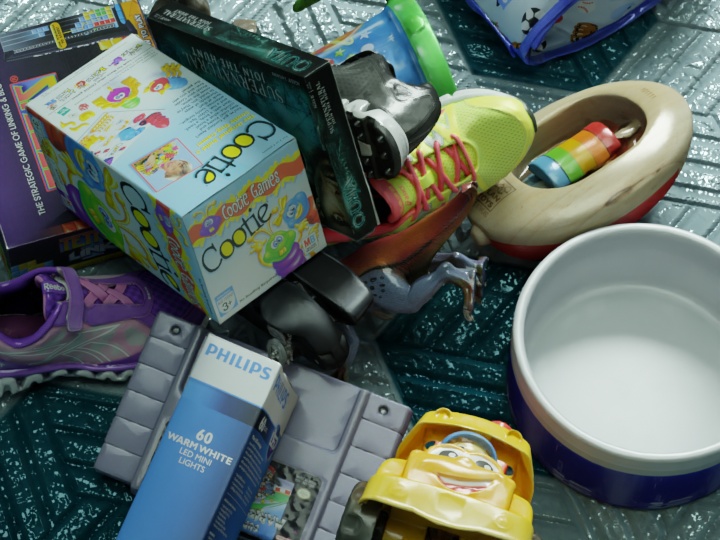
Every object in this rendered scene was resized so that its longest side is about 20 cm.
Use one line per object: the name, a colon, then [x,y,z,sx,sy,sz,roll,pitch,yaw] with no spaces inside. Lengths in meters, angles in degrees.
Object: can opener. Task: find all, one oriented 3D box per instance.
can opener: [-0.077,0.013,1.697,0.199,0.064,0.079,26,54,38]

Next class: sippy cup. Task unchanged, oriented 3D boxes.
sippy cup: [0.003,-0.125,1.812,0.129,0.140,0.178,-23,49,-4]

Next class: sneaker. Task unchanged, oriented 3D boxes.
sneaker: [-0.020,-0.124,1.721,0.199,0.067,0.090,21,47,40]
sneaker: [0.039,-0.065,1.725,0.199,0.079,0.090,-25,18,7]
sneaker: [-0.205,0.032,1.717,0.198,0.089,0.081,-12,55,-14]

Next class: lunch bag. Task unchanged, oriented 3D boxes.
lunch bag: [0.165,-0.279,1.922,0.199,0.124,0.170,-34,63,-6]

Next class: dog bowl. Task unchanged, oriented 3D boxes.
dog bowl: [0.206,0.069,1.720,0.198,0.079,0.202,1,58,-2]

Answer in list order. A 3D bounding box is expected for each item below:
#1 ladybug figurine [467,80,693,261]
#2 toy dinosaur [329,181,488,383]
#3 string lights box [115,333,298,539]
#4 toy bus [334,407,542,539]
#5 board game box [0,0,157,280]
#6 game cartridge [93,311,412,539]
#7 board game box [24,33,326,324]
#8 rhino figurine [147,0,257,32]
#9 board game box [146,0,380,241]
ladybug figurine: [0.168,-0.069,1.799,0.199,0.072,0.136,-30,41,-12]
toy dinosaur: [0.000,0.000,1.717,0.180,0.202,0.105,5,29,10]
string lights box: [-0.111,0.155,1.600,0.059,0.103,0.201,21,77,11]
toy bus: [0.064,0.164,1.588,0.135,0.201,0.193,18,50,6]
board game box: [-0.220,-0.102,1.823,0.164,0.057,0.201,-16,59,-14]
game cartridge: [-0.077,0.123,1.676,0.198,0.038,0.131,20,74,9]
board game box: [-0.132,-0.068,1.675,0.105,0.104,0.200,-36,45,-21]
rhino figurine: [-0.111,-0.155,1.839,0.059,0.088,0.201,-12,52,-28]
board game box: [-0.070,-0.108,1.676,0.028,0.136,0.199,-33,34,-24]
